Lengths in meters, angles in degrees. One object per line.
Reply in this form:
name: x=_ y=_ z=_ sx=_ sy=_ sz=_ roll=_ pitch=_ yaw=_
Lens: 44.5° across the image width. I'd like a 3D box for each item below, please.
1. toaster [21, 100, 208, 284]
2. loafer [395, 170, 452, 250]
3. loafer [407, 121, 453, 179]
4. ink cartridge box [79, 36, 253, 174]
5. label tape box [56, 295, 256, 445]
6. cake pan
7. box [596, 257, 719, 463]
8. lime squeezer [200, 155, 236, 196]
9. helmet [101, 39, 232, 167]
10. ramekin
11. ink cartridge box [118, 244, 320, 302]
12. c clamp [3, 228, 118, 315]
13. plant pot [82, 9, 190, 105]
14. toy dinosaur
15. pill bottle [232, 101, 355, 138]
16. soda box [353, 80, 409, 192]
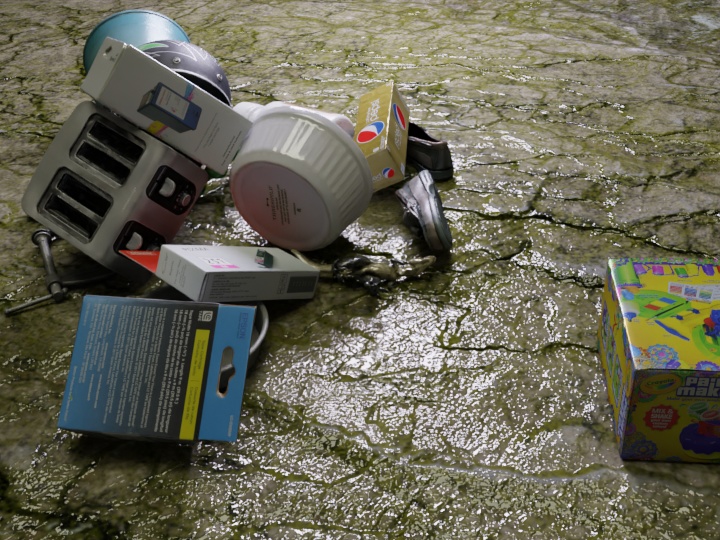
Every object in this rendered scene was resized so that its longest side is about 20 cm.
toaster: x=-0.334 y=-0.111 z=1.186 sx=0.198 sy=0.119 sz=0.182 roll=31 pitch=87 yaw=19
loafer: x=0.087 y=-0.076 z=1.248 sx=0.062 sy=0.073 sz=0.201 roll=-22 pitch=26 yaw=10
loafer: x=0.094 y=-0.218 z=1.458 sx=0.071 sy=0.064 sz=0.200 roll=-17 pitch=36 yaw=-22
ink cartridge box: x=-0.266 y=-0.224 z=1.196 sx=0.088 sy=0.199 sz=0.145 roll=-58 pitch=32 yaw=0
label tape box: x=-0.207 y=0.109 z=0.938 sx=0.196 sy=0.063 sz=0.147 roll=3 pitch=72 yaw=10
cake pan: x=-0.207 y=0.082 z=1.061 sx=0.196 sy=0.037 sz=0.201 roll=-2 pitch=34 yaw=1
box: x=0.366 y=0.090 z=0.927 sx=0.196 sy=0.124 sz=0.194 roll=2 pitch=34 yaw=6
lime squeezer: x=-0.238 y=-0.151 z=1.374 sx=0.199 sy=0.038 sz=0.071 roll=-41 pitch=5 yaw=-13
helmet: x=-0.298 y=-0.259 z=1.362 sx=0.198 sy=0.200 sz=0.193 roll=22 pitch=81 yaw=33
ramekin: x=-0.089 y=-0.116 z=1.214 sx=0.199 sy=0.204 sz=0.095 roll=12 pitch=48 yaw=21
ink cartridge box: x=-0.177 y=-0.011 z=1.122 sx=0.172 sy=0.044 sz=0.198 roll=28 pitch=17 yaw=36
c clamp: x=-0.417 y=-0.021 z=1.240 sx=0.168 sy=0.027 sz=0.201 roll=-13 pitch=36 yaw=-14
plant pot: x=-0.380 y=-0.317 z=1.546 sx=0.197 sy=0.202 sz=0.190 roll=-11 pitch=50 yaw=-11
toy dinosaur: x=0.000 y=0.000 z=1.152 sx=0.196 sy=0.048 sz=0.088 roll=6 pitch=16 yaw=3
pill bottle: x=-0.115 y=-0.210 z=1.417 sx=0.197 sy=0.116 sz=0.114 roll=17 pitch=38 yaw=27
soda box: x=0.033 y=-0.214 z=1.396 sx=0.067 sy=0.064 sz=0.202 roll=-21 pitch=36 yaw=23
